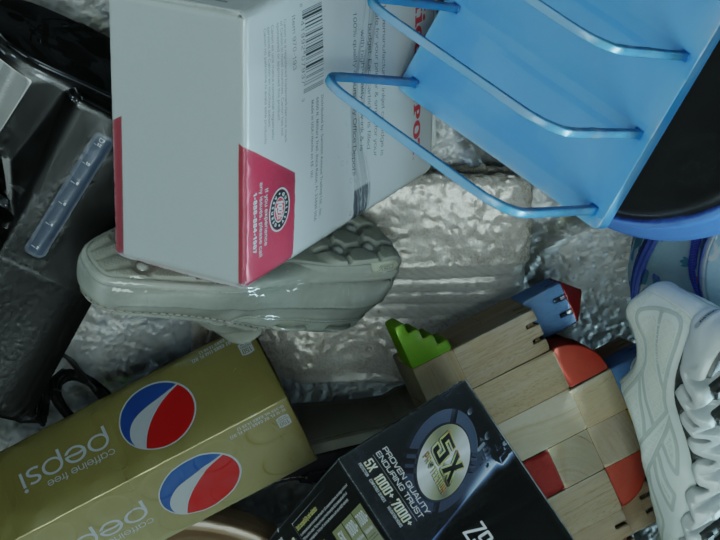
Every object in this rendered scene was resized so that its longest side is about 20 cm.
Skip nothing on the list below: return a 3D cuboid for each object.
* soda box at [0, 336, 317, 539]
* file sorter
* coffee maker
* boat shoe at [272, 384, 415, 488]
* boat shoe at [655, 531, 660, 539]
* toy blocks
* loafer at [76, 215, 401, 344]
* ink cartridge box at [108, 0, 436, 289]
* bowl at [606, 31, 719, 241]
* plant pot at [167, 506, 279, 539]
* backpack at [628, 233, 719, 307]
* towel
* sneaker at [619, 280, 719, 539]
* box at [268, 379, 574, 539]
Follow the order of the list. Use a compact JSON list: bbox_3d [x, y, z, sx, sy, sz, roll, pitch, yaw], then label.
[{"bbox_3d":[-0.131,0.113,1.324,0.200,0.064,0.068,-28,141,-4],"label":"soda box"},{"bbox_3d":[0.094,-0.140,1.163,0.139,0.123,0.200,37,109,23],"label":"file sorter"},{"bbox_3d":[-0.172,-0.029,1.317,0.192,0.135,0.200,18,116,-41],"label":"coffee maker"},{"bbox_3d":[-0.009,0.113,1.393,0.199,0.073,0.063,-11,109,-1],"label":"boat shoe"},{"bbox_3d":[0.258,0.118,1.375,0.200,0.073,0.062,-41,102,-7],"label":"boat shoe"},{"bbox_3d":[0.113,0.088,1.324,0.136,0.100,0.200,-26,101,-8],"label":"toy blocks"},{"bbox_3d":[-0.067,0.010,1.276,0.200,0.070,0.070,0,128,-37],"label":"loafer"},{"bbox_3d":[-0.041,-0.097,1.235,0.083,0.200,0.146,12,115,26],"label":"ink cartridge box"},{"bbox_3d":[0.156,-0.115,1.221,0.200,0.039,0.201,1,93,29],"label":"bowl"},{"bbox_3d":[-0.102,0.216,1.421,0.200,0.093,0.201,0,113,1],"label":"plant pot"},{"bbox_3d":[0.246,-0.017,1.301,0.183,0.147,0.200,28,115,-7],"label":"backpack"},{"bbox_3d":[0.000,0.000,1.366,0.199,0.034,0.133,1,113,-1],"label":"towel"},{"bbox_3d":[0.181,0.089,1.277,0.075,0.081,0.200,-31,135,-29],"label":"sneaker"},{"bbox_3d":[0.042,0.172,1.256,0.086,0.200,0.164,-30,79,-22],"label":"box"}]
